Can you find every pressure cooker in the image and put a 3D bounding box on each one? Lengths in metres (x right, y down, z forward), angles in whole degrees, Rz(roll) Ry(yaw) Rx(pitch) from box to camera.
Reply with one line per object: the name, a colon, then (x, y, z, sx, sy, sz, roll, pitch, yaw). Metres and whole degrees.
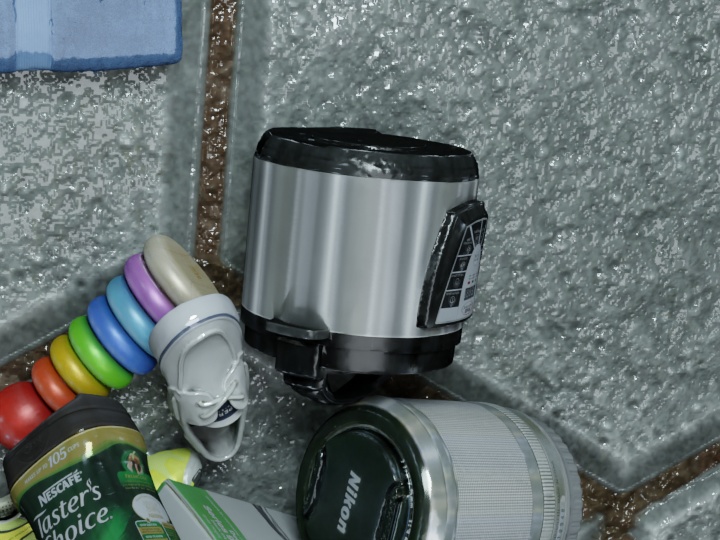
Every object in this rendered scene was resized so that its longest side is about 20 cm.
pressure cooker: (-0.002, -0.001, 1.258, 0.174, 0.178, 0.202, 3, 99, -21)

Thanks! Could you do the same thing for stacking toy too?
stacking toy: (-0.201, 0.065, 1.284, 0.200, 0.086, 0.085, -40, 115, 7)

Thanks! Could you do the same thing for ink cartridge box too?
ink cartridge box: (-0.110, 0.262, 1.328, 0.199, 0.084, 0.147, 26, 102, -51)

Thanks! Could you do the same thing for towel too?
towel: (-0.227, -0.197, 1.195, 0.198, 0.049, 0.113, -2, 109, -16)

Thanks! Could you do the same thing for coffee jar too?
coffee jar: (-0.184, 0.193, 1.216, 0.104, 0.201, 0.085, -39, 151, 19)

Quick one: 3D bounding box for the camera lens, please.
camera lens: (0.060, 0.183, 1.328, 0.199, 0.159, 0.162, 8, 108, -44)

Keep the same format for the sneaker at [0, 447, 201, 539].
sneaker: (-0.219, 0.183, 1.315, 0.198, 0.075, 0.077, -24, 114, -10)

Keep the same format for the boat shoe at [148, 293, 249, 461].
boat shoe: (-0.110, 0.084, 1.259, 0.073, 0.066, 0.200, -27, 157, -10)
